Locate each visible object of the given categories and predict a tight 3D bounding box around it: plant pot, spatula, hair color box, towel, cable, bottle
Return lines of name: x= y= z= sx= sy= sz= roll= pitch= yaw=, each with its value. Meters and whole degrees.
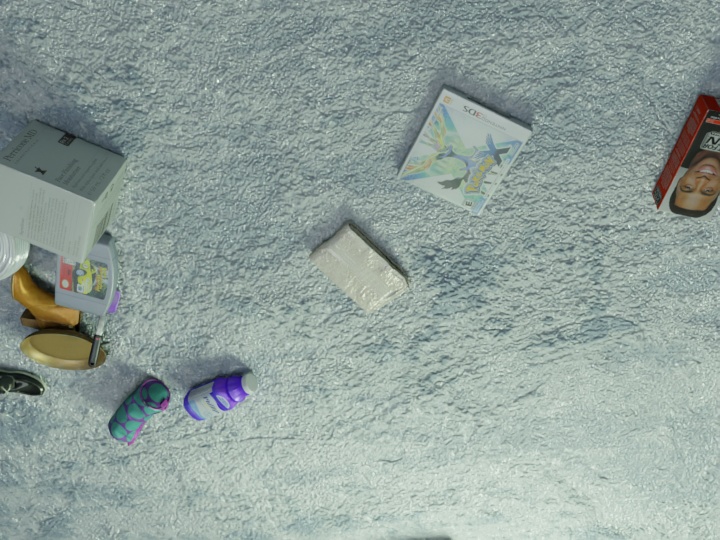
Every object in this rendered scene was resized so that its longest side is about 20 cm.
plant pot: x=-0.714 y=0.188 z=1.773 sx=0.197 sy=0.028 sz=0.201 roll=0 pitch=148 yaw=0
spatula: x=-0.606 y=0.134 z=1.708 sx=0.056 sy=0.021 sz=0.202 roll=13 pitch=102 yaw=-18
hair color box: x=0.595 y=-0.191 z=1.268 sx=0.100 sy=0.062 sz=0.202 roll=11 pitch=129 yaw=0
towel: x=0.000 y=0.000 z=1.535 sx=0.200 sy=0.035 sz=0.132 roll=41 pitch=122 yaw=-20
cable: x=-0.817 y=-0.068 z=1.570 sx=0.197 sy=0.069 sz=0.203 roll=-7 pitch=105 yaw=5
bottle: x=-0.342 y=0.307 z=1.811 sx=0.198 sy=0.066 sz=0.084 roll=-23 pitch=119 yaw=25

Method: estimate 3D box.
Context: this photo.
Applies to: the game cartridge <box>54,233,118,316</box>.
game cartridge: x=-0.604 y=0.005 z=1.624 sx=0.131 sy=0.041 sz=0.202 roll=12 pitch=118 yaw=-5

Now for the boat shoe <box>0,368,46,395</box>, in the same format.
boat shoe: x=-0.917 y=0.299 z=1.905 sx=0.197 sy=0.068 sz=0.072 roll=12 pitch=127 yaw=-1

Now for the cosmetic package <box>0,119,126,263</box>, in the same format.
cosmetic package: x=-0.592 y=-0.154 z=1.436 sx=0.198 sy=0.166 sz=0.166 roll=22 pitch=128 yaw=-9

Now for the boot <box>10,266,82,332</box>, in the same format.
boot: x=-0.719 y=0.068 z=1.699 sx=0.142 sy=0.071 sz=0.203 roll=7 pitch=132 yaw=-3

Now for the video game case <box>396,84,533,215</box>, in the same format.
video game case: x=0.187 y=-0.215 z=1.345 sx=0.180 sy=0.022 sz=0.201 roll=23 pitch=128 yaw=-8

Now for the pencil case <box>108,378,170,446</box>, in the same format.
pencil case: x=-0.567 y=0.363 z=1.880 sx=0.093 sy=0.085 sz=0.200 roll=51 pitch=124 yaw=6
